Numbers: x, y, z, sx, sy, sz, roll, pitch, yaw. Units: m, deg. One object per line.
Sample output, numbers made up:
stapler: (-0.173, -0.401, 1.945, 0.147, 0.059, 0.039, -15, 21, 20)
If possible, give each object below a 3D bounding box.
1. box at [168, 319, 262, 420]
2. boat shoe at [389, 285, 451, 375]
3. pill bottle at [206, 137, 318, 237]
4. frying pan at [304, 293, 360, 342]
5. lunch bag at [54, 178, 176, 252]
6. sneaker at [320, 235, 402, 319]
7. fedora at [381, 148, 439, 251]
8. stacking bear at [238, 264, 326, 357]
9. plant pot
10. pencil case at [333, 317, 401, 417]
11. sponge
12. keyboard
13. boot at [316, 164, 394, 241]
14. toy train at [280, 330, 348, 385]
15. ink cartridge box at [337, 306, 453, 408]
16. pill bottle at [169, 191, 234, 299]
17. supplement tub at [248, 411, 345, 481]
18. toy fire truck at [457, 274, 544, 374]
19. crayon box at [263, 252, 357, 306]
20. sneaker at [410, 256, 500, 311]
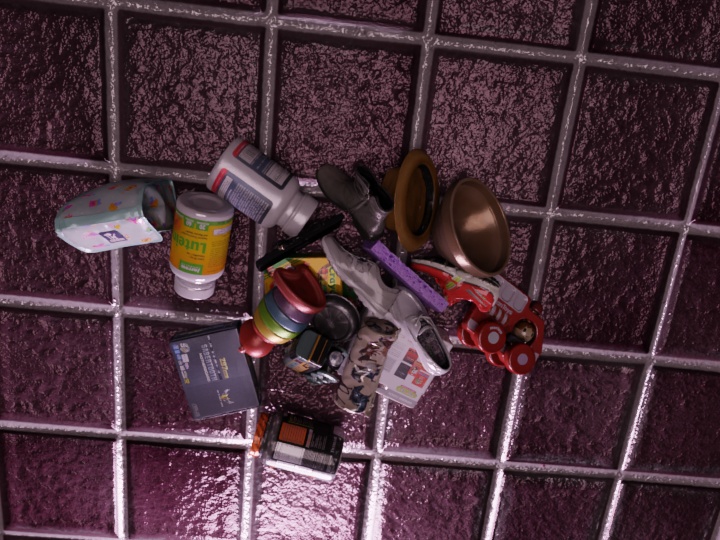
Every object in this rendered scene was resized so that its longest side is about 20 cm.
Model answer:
box: (-0.321, 0.224, 1.165, 0.156, 0.051, 0.202, -12, 105, 1)
boat shoe: (0.121, 0.119, 1.049, 0.071, 0.069, 0.201, -21, 82, -17)
pill bottle: (-0.189, -0.156, 1.028, 0.199, 0.120, 0.120, 35, 102, -10)
frying pan: (-0.092, 0.103, 1.090, 0.188, 0.031, 0.116, 0, 114, 16)
lunch bag: (-0.457, -0.107, 0.994, 0.169, 0.200, 0.123, -8, 106, 0)
sneaker: (0.000, 0.000, 1.046, 0.082, 0.075, 0.200, -42, 95, 0)
fedora: (0.089, -0.141, 1.038, 0.081, 0.200, 0.203, 9, 108, 32)
stacking bear: (-0.172, 0.098, 1.053, 0.200, 0.121, 0.114, -44, 76, 22)
plant pot: (0.211, -0.077, 1.050, 0.092, 0.201, 0.202, -19, 110, 46)
pencil case: (0.015, 0.193, 1.062, 0.089, 0.078, 0.202, 23, 105, 12)
sponge: (0.089, 0.008, 1.082, 0.200, 0.112, 0.030, 42, 87, -11)
keyboard: (-0.118, -0.061, 1.025, 0.199, 0.127, 0.021, -32, 87, -17)
boot: (-0.007, -0.162, 0.995, 0.067, 0.131, 0.200, -32, 71, -24)
toy train: (-0.102, 0.184, 1.096, 0.113, 0.200, 0.086, 30, 67, -11)
ink cartridge box: (0.071, 0.178, 1.143, 0.199, 0.084, 0.177, 27, 103, -8)
pill bottle: (-0.325, -0.047, 1.052, 0.110, 0.111, 0.201, 14, 116, -5)
supplement tub: (-0.143, 0.394, 1.178, 0.198, 0.123, 0.124, 17, 105, -5)
toy fire truck: (0.320, 0.119, 1.129, 0.199, 0.112, 0.169, 34, 84, -11)
crayon box: (-0.105, 0.027, 1.115, 0.198, 0.051, 0.128, -2, 105, -1)
sneaker: (0.186, 0.029, 1.079, 0.199, 0.077, 0.086, 24, 106, 23)
